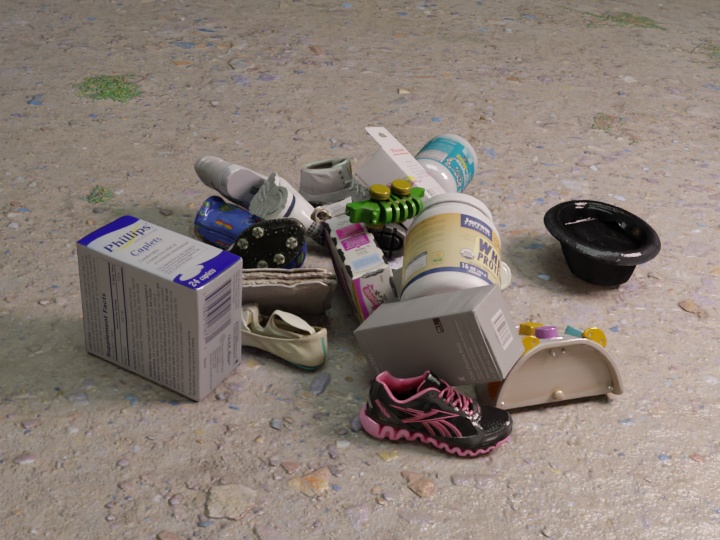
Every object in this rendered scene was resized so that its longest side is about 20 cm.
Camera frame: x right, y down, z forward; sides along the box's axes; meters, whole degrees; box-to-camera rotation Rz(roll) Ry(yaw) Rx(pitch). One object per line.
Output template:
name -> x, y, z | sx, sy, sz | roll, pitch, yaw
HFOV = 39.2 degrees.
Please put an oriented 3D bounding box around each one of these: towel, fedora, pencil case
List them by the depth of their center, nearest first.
towel -> -0.137, 0.034, 1.465 | 0.200, 0.133, 0.035 | -1, 68, -7
pencil case -> -0.181, -0.057, 1.637 | 0.200, 0.078, 0.087 | 24, 12, 28
fedora -> 0.393, -0.037, 1.683 | 0.200, 0.092, 0.201 | 4, 32, -2

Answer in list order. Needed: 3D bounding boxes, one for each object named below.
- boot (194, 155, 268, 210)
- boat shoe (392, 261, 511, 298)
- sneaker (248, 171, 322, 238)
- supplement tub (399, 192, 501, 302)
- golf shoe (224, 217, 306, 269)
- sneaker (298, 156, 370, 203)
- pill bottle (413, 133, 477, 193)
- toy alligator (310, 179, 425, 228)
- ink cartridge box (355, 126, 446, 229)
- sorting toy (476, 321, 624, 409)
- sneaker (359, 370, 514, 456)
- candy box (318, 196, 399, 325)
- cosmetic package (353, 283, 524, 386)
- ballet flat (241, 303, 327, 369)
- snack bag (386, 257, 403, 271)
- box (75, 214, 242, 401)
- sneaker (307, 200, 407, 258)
boot -> -0.192, -0.142, 1.709 | 0.096, 0.074, 0.200 | 29, -2, 35
boat shoe -> 0.135, 0.023, 1.598 | 0.200, 0.073, 0.062 | -6, -10, -6
sneaker -> -0.117, -0.097, 1.587 | 0.080, 0.076, 0.200 | 29, 10, -23
supplement tub -> 0.132, -0.004, 1.473 | 0.144, 0.144, 0.200 | 6, 45, 1
golf shoe -> -0.159, -0.032, 1.518 | 0.200, 0.077, 0.088 | -30, 15, 27
sneaker -> -0.008, -0.133, 1.719 | 0.200, 0.116, 0.074 | 4, 29, -3
pill bottle -> 0.134, -0.165, 1.833 | 0.111, 0.111, 0.200 | 16, 34, 17
toy alligator -> 0.025, -0.085, 1.456 | 0.200, 0.059, 0.054 | -16, 38, -33
ink cartridge box -> 0.069, -0.145, 1.684 | 0.200, 0.068, 0.115 | 48, 19, 7
sorting toy -> 0.240, 0.116, 1.436 | 0.200, 0.107, 0.180 | -6, 14, -18
sneaker -> 0.101, 0.174, 1.297 | 0.200, 0.095, 0.079 | 7, 30, 0
candy box -> 0.000, 0.000, 1.509 | 0.061, 0.136, 0.200 | -20, 37, -7
cosmetic package -> 0.102, 0.092, 1.338 | 0.200, 0.107, 0.090 | -15, 17, 37
ballet flat -> -0.137, 0.080, 1.438 | 0.200, 0.070, 0.069 | 15, 33, 16
snack bag -> 0.076, -0.040, 1.708 | 0.200, 0.021, 0.189 | 7, 31, 2
box -> -0.267, 0.047, 1.358 | 0.200, 0.184, 0.105 | 20, 36, 22
sneaker -> -0.007, -0.071, 1.675 | 0.200, 0.075, 0.079 | 19, 25, 9
